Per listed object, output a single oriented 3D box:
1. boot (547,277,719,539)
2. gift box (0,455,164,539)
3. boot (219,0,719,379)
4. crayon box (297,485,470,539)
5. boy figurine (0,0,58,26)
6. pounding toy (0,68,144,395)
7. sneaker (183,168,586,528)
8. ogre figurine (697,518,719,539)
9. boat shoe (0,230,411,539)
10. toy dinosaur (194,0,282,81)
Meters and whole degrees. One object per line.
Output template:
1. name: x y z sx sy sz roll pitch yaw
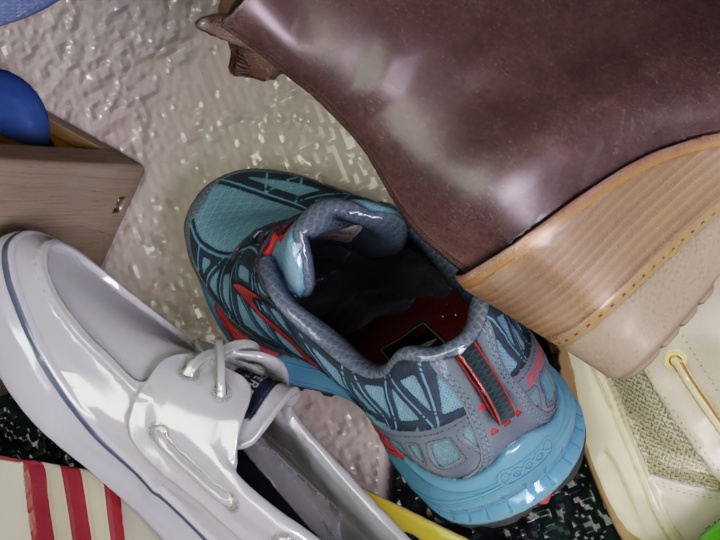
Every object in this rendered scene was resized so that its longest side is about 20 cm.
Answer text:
1. boot: 0.133 -0.015 0.791 0.155 0.073 0.200 -20 87 19
2. gift box: -0.133 0.172 0.783 0.200 0.184 0.187 -30 60 42
3. boot: 0.074 -0.085 0.707 0.166 0.072 0.200 45 66 -6
4. crayon box: -0.007 0.177 0.856 0.127 0.051 0.200 25 100 17
5. boy figurine: -0.170 -0.084 0.719 0.200 0.064 0.125 -26 107 13
6. pounding toy: -0.207 -0.058 0.845 0.200 0.184 0.142 29 100 16
7. sneaker: 0.000 0.000 0.794 0.079 0.096 0.200 -41 43 -14
8. ogre figurine: 0.137 0.185 0.787 0.120 0.098 0.200 -29 119 11
9. boat shoe: -0.048 0.054 0.794 0.200 0.074 0.065 46 119 -4
10. toy dinosaur: -0.010 -0.110 0.795 0.135 0.200 0.086 -4 126 41
